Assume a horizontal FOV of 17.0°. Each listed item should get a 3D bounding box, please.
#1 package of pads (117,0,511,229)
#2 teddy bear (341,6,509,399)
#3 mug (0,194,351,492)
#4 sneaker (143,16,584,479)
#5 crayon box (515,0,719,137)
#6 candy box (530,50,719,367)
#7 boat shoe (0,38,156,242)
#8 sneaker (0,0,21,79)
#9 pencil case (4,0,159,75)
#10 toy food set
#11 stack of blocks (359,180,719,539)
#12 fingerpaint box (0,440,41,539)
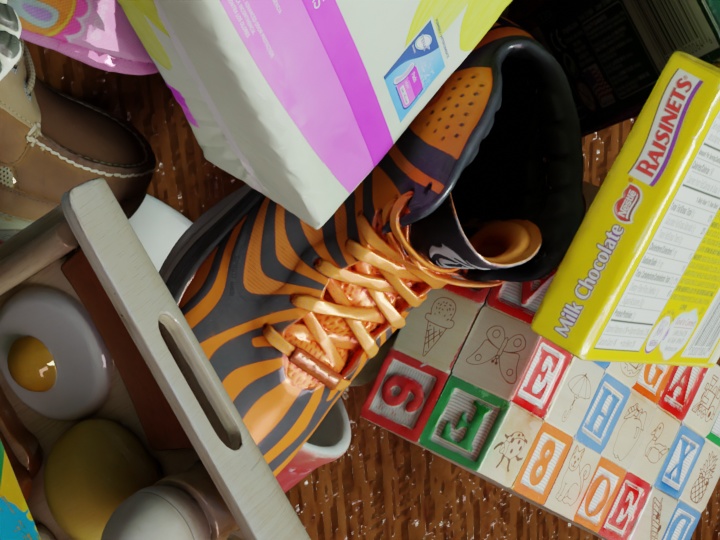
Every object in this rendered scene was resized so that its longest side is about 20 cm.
[{"bbox_3d":[-0.007,-0.126,0.713,0.155,0.068,0.200,-50,151,-13],"label":"package of pads"},{"bbox_3d":[0.012,-0.048,0.924,0.145,0.067,0.201,-37,135,-35],"label":"teddy bear"},{"bbox_3d":[-0.133,0.068,0.935,0.200,0.178,0.133,-43,178,14],"label":"mug"},{"bbox_3d":[0.000,0.000,0.800,0.077,0.112,0.201,30,87,-32],"label":"sneaker"},{"bbox_3d":[0.163,-0.121,0.915,0.172,0.059,0.200,-28,-179,-14],"label":"crayon box"},{"bbox_3d":[0.119,-0.016,0.852,0.103,0.026,0.200,-65,160,6],"label":"candy box"},{"bbox_3d":[-0.141,-0.063,0.812,0.199,0.076,0.072,15,116,-47],"label":"boat shoe"},{"bbox_3d":[-0.196,-0.036,0.696,0.199,0.079,0.090,-13,156,-30],"label":"sneaker"},{"bbox_3d":[-0.067,-0.162,0.745,0.087,0.087,0.201,2,118,-39],"label":"pencil case"},{"bbox_3d":[-0.115,0.071,0.806,0.200,0.144,0.060,-28,-177,40],"label":"toy food set"},{"bbox_3d":[0.091,0.041,0.972,0.200,0.058,0.116,33,82,-57],"label":"stack of blocks"},{"bbox_3d":[-0.196,0.102,0.790,0.073,0.167,0.200,-1,146,-45],"label":"fingerpaint box"}]
